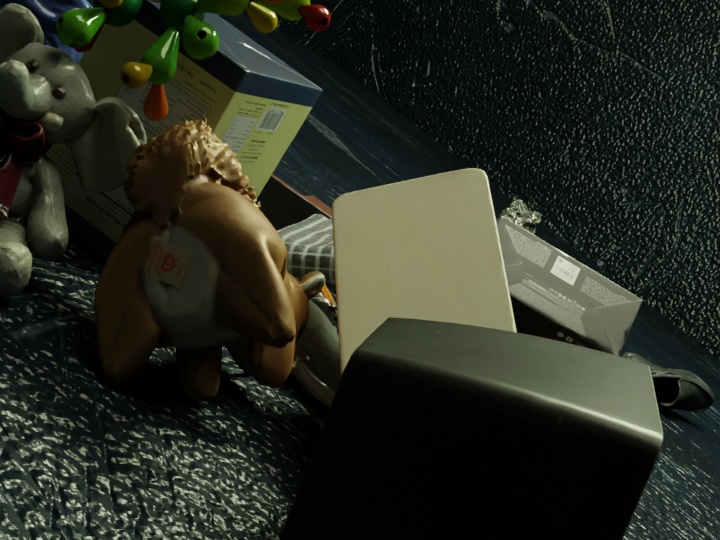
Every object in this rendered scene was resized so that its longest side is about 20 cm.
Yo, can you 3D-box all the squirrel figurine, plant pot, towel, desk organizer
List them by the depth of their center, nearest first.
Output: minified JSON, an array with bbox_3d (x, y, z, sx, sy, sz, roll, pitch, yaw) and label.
[{"bbox_3d":[0.061,0.134,0.733,0.176,0.202,0.200,22,11,7],"label":"plant pot"},{"bbox_3d":[-0.096,-0.007,0.868,0.186,0.140,0.202,22,50,-67],"label":"squirrel figurine"},{"bbox_3d":[0.000,0.000,1.136,0.163,0.087,0.200,4,8,11],"label":"towel"},{"bbox_3d":[-0.105,-0.075,1.357,0.199,0.072,0.077,35,10,7],"label":"desk organizer"}]

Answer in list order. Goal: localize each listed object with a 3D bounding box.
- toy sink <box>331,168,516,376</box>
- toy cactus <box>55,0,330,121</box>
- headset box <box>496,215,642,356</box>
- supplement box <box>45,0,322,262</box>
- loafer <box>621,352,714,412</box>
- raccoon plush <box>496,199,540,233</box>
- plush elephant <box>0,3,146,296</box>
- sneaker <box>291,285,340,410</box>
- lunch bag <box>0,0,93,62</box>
[{"bbox_3d":[0.053,0.039,0.920,0.113,0.129,0.202,73,8,-47],"label":"toy sink"},{"bbox_3d":[-0.137,-0.202,0.908,0.198,0.103,0.166,-20,48,-16],"label":"toy cactus"},{"bbox_3d":[0.147,0.062,1.113,0.148,0.201,0.078,31,56,3],"label":"headset box"},{"bbox_3d":[-0.164,-0.118,1.055,0.134,0.201,0.200,36,12,11],"label":"supplement box"},{"bbox_3d":[0.478,0.187,1.864,0.199,0.068,0.071,21,24,-28],"label":"loafer"},{"bbox_3d":[0.220,-0.065,1.992,0.097,0.135,0.199,41,14,30],"label":"raccoon plush"},{"bbox_3d":[-0.250,-0.097,0.857,0.164,0.156,0.200,34,13,2],"label":"plush elephant"},{"bbox_3d":[-0.026,0.063,1.007,0.199,0.080,0.074,36,11,7],"label":"sneaker"},{"bbox_3d":[-0.361,-0.239,1.196,0.199,0.133,0.136,31,-4,-4],"label":"lunch bag"}]
